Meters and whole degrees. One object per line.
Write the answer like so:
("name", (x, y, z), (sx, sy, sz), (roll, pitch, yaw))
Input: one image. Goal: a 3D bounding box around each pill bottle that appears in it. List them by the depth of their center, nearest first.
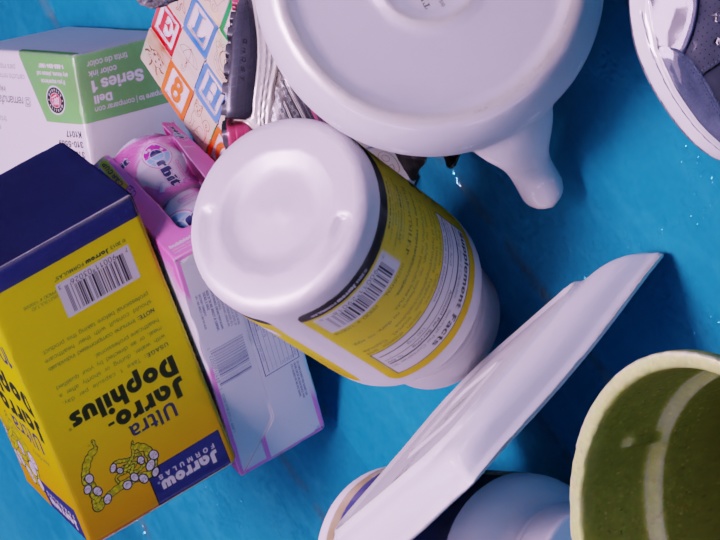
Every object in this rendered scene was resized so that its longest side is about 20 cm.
("pill bottle", (0.000, 0.000, 1.620), (0.111, 0.200, 0.112), (-10, 67, 25))
("pill bottle", (0.072, 0.169, 1.671), (0.200, 0.111, 0.112), (-2, 102, 55))

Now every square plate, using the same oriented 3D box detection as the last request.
("square plate", (0.060, 0.082, 1.580), (0.028, 0.198, 0.200), (44, 143, -1))

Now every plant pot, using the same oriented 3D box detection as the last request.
("plant pot", (0.227, 0.110, 1.323), (0.200, 0.184, 0.201), (28, 126, 46))

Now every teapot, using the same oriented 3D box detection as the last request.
("teapot", (0.035, -0.154, 1.557), (0.146, 0.196, 0.201), (26, -102, -87))

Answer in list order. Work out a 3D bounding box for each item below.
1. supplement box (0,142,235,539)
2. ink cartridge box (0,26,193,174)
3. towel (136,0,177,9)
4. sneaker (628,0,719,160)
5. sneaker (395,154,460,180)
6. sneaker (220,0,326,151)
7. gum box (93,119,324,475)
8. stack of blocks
("supplement box", (-0.173, 0.044, 1.789), (0.109, 0.109, 0.201), (34, 149, 55))
("ink cartridge box", (-0.177, -0.056, 1.959), (0.145, 0.084, 0.201), (9, 111, 54))
("towel", (-0.093, -0.258, 1.649), (0.166, 0.085, 0.201), (-76, 6, -71))
("sneaker", (0.192, -0.155, 1.390), (0.146, 0.077, 0.204), (-8, 96, 59))
("sneaker", (-0.008, -0.144, 1.698), (0.200, 0.060, 0.105), (37, 128, 37))
("sneaker", (-0.035, -0.158, 1.637), (0.081, 0.074, 0.201), (80, -166, -89))
("gum box", (-0.095, 0.015, 1.823), (0.113, 0.066, 0.201), (44, 157, 44))
("stack of blocks", (-0.049, -0.103, 1.775), (0.200, 0.058, 0.115), (55, 143, 25))
